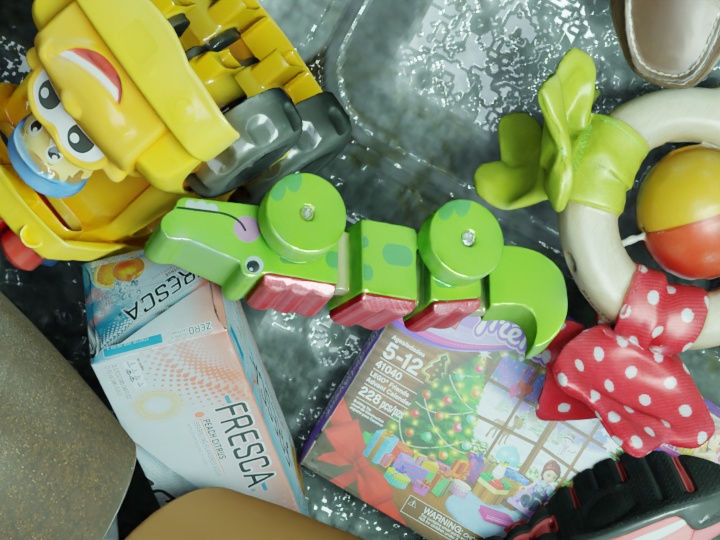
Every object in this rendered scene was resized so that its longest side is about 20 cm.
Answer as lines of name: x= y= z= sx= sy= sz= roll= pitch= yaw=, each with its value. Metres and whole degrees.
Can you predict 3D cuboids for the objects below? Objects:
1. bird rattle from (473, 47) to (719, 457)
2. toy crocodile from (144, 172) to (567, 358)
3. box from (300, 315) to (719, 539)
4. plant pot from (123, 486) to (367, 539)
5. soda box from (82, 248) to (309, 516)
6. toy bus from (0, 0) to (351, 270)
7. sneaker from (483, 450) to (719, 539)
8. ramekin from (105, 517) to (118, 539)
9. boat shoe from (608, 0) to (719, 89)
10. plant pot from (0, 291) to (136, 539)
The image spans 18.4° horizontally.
bird rattle: x=0.148 y=-0.015 z=1.090 sx=0.162 sy=0.113 sz=0.201 roll=-20 pitch=81 yaw=-9
toy crocodile: x=0.000 y=0.000 z=1.015 sx=0.199 sy=0.067 sz=0.062 roll=9 pitch=69 yaw=-21
box: x=0.087 y=0.091 z=1.166 sx=0.199 sy=0.039 sz=0.137 roll=30 pitch=99 yaw=-5
plant pot: x=-0.049 y=0.196 z=1.046 sx=0.140 sy=0.200 sz=0.201 roll=31 pitch=101 yaw=28
soda box: x=-0.077 y=0.072 z=1.096 sx=0.068 sy=0.064 sz=0.200 roll=-14 pitch=139 yaw=3
toy bus: x=-0.123 y=-0.065 z=1.058 sx=0.192 sy=0.200 sz=0.136 roll=-36 pitch=84 yaw=12
sneaker: x=0.112 y=0.163 z=1.134 sx=0.200 sy=0.074 sz=0.087 roll=-29 pitch=111 yaw=13
ramekin: x=-0.221 y=0.153 z=1.106 sx=0.199 sy=0.098 sz=0.201 roll=3 pitch=59 yaw=-6
boat shoe: x=0.154 y=-0.184 z=1.033 sx=0.075 sy=0.072 sz=0.201 roll=8 pitch=99 yaw=12
plant pot: x=-0.209 y=0.070 z=1.003 sx=0.200 sy=0.187 sz=0.187 roll=32 pitch=99 yaw=-16
